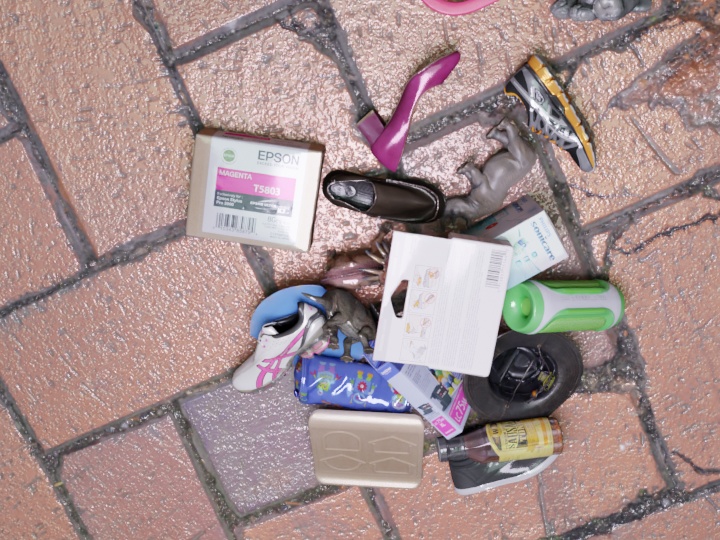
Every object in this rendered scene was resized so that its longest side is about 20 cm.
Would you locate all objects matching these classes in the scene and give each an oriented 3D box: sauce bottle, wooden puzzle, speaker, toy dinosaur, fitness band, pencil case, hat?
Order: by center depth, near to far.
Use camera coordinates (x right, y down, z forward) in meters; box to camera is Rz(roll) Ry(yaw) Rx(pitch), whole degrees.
[{"bbox_3d":[0.170,-0.466,1.360,0.200,0.037,0.144,-24,105,8],"label":"fitness band"},{"bbox_3d":[-0.020,0.074,1.403,0.200,0.102,0.077,28,139,-24],"label":"toy dinosaur"},{"bbox_3d":[0.317,0.055,1.415,0.200,0.088,0.089,0,107,-34],"label":"speaker"},{"bbox_3d":[0.000,0.000,1.422,0.200,0.136,0.086,-21,104,12],"label":"toy dinosaur"},{"bbox_3d":[0.223,0.278,1.472,0.200,0.066,0.066,-8,104,-4],"label":"sauce bottle"},{"bbox_3d":[0.255,0.154,1.487,0.200,0.081,0.201,-5,118,-8],"label":"hat"},{"bbox_3d":[-0.012,0.192,1.493,0.200,0.078,0.087,12,80,-8],"label":"pencil case"},{"bbox_3d":[0.012,0.290,1.516,0.185,0.046,0.200,2,137,4],"label":"wooden puzzle"}]

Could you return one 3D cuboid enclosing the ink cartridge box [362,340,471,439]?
[{"bbox_3d":[0.099,0.164,1.473,0.200,0.119,0.042,43,127,-8],"label":"ink cartridge box"}]

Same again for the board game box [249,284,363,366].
[{"bbox_3d":[-0.077,0.087,1.488,0.158,0.039,0.200,-37,121,27],"label":"board game box"}]

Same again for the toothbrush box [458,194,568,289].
[{"bbox_3d":[0.203,-0.024,1.411,0.200,0.146,0.085,-28,102,9],"label":"toothbrush box"}]

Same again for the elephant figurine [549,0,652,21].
[{"bbox_3d":[0.341,-0.463,1.299,0.141,0.155,0.200,7,114,22],"label":"elephant figurine"}]

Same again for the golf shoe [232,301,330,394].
[{"bbox_3d":[-0.136,0.119,1.446,0.200,0.073,0.092,-37,118,17],"label":"golf shoe"}]

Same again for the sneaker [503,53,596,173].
[{"bbox_3d":[0.296,-0.231,1.400,0.077,0.078,0.200,-32,98,22],"label":"sneaker"}]

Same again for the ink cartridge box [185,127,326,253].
[{"bbox_3d":[-0.164,-0.125,1.430,0.200,0.075,0.165,8,105,0],"label":"ink cartridge box"}]

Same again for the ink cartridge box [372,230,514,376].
[{"bbox_3d":[0.118,0.045,1.331,0.176,0.045,0.200,9,104,-2],"label":"ink cartridge box"}]

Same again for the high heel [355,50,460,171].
[{"bbox_3d":[0.093,-0.244,1.398,0.200,0.067,0.096,-38,91,25],"label":"high heel"}]

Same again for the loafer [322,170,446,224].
[{"bbox_3d":[0.033,-0.108,1.423,0.200,0.071,0.073,8,105,6],"label":"loafer"}]

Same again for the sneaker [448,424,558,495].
[{"bbox_3d":[0.234,0.300,1.528,0.200,0.071,0.099,-22,107,11],"label":"sneaker"}]

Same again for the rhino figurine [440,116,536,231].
[{"bbox_3d":[0.193,-0.137,1.428,0.087,0.060,0.200,38,103,-5],"label":"rhino figurine"}]
